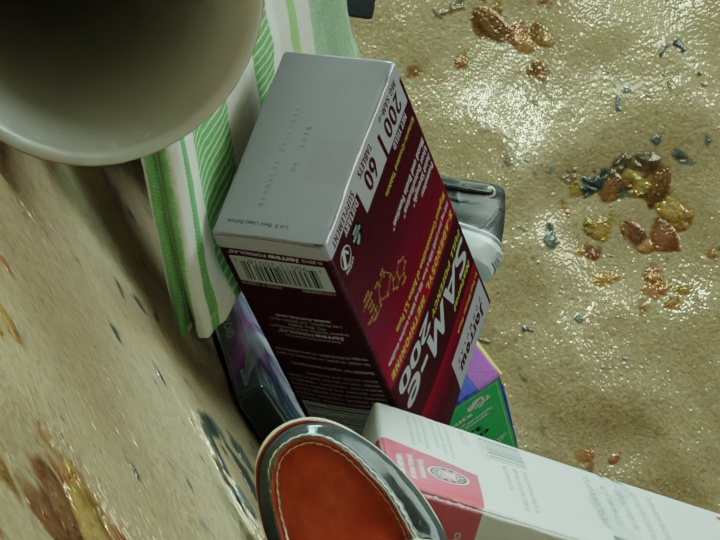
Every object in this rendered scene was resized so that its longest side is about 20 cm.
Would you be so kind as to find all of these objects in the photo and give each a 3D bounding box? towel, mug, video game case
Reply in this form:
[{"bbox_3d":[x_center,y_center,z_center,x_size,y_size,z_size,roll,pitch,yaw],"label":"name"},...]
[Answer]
[{"bbox_3d":[-0.049,-0.086,1.385,0.153,0.023,0.200,80,28,-42],"label":"towel"},{"bbox_3d":[-0.132,-0.155,1.229,0.178,0.133,0.200,60,0,-24],"label":"mug"},{"bbox_3d":[-0.037,0.072,1.544,0.143,0.019,0.200,58,5,-26],"label":"video game case"}]

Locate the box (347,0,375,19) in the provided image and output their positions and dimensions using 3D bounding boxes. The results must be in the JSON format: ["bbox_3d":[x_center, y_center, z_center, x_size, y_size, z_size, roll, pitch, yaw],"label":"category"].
[{"bbox_3d":[-0.084,-0.177,1.485,0.200,0.141,0.079,-4,108,-70],"label":"box"}]

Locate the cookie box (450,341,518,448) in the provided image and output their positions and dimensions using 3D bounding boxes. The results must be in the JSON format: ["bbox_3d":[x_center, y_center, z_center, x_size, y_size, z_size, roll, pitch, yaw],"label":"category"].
[{"bbox_3d":[0.010,0.045,1.645,0.171,0.075,0.200,53,-5,20],"label":"cookie box"}]

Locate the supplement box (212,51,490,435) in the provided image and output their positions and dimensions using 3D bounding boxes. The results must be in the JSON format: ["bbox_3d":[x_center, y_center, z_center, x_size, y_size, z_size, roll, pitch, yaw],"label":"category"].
[{"bbox_3d":[0.000,0.000,1.425,0.200,0.061,0.109,65,38,-52],"label":"supplement box"}]

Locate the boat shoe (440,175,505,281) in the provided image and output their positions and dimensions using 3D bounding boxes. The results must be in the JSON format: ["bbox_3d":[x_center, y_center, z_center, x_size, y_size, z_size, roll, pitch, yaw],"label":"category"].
[{"bbox_3d":[-0.007,-0.052,1.738,0.070,0.199,0.067,122,-17,-72],"label":"boat shoe"}]

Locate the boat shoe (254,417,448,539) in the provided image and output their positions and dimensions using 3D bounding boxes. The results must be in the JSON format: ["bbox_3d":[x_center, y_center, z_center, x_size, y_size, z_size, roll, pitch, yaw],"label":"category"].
[{"bbox_3d":[0.015,0.152,1.232,0.201,0.071,0.063,64,6,1],"label":"boat shoe"}]

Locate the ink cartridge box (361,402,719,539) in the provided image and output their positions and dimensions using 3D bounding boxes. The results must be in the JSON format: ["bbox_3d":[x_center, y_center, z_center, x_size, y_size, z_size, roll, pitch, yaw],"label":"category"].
[{"bbox_3d":[0.089,0.141,1.350,0.199,0.083,0.147,18,9,-5],"label":"ink cartridge box"}]
